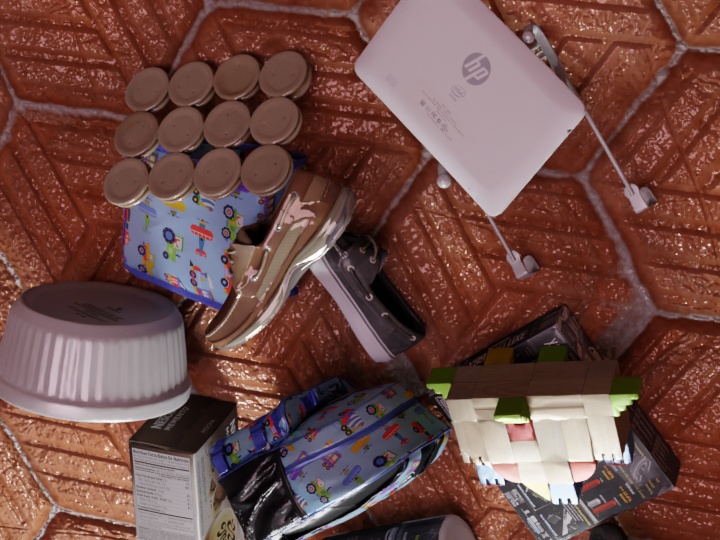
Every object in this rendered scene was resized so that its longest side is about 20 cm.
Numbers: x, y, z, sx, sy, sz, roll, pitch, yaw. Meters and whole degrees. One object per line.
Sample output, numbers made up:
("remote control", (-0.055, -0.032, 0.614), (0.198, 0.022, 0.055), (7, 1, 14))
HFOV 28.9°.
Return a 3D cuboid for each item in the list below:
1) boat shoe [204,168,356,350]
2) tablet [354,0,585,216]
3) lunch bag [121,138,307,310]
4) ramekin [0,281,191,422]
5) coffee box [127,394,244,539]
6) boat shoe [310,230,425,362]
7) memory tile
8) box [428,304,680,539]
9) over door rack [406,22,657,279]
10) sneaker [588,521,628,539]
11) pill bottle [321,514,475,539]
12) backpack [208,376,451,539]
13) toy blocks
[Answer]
("boat shoe", (-0.086, -0.013, 1.267), (0.072, 0.076, 0.200), (35, 110, -14))
("tablet", (0.091, -0.160, 1.218), (0.200, 0.014, 0.130), (48, 116, 19))
("lunch bag", (-0.163, -0.053, 1.377), (0.200, 0.094, 0.151), (15, 116, 20))
("ramekin", (-0.269, 0.076, 1.416), (0.202, 0.202, 0.094), (12, 104, 16))
("coffee box", (-0.184, 0.248, 1.501), (0.080, 0.113, 0.200), (7, 114, 18))
("boat shoe", (0.000, 0.000, 1.340), (0.066, 0.070, 0.200), (-24, 110, 17))
("memory tile", (-0.145, -0.133, 1.315), (0.200, 0.154, 0.017), (-3, 156, 24))
("box", (0.187, 0.154, 1.351), (0.158, 0.050, 0.200), (-34, 98, 29))
("over door rack", (0.149, -0.098, 1.244), (0.148, 0.067, 0.200), (-31, 99, 30))
("sneaker", (0.299, 0.329, 1.372), (0.104, 0.060, 0.200), (-18, 93, -18))
("pill bottle", (0.019, 0.321, 1.458), (0.200, 0.106, 0.106), (-14, 107, 26))
("backpack", (-0.021, 0.174, 1.365), (0.200, 0.182, 0.135), (-34, 82, 32))
("toy blocks", (0.171, 0.154, 1.286), (0.200, 0.100, 0.137), (-4, 122, 22))
